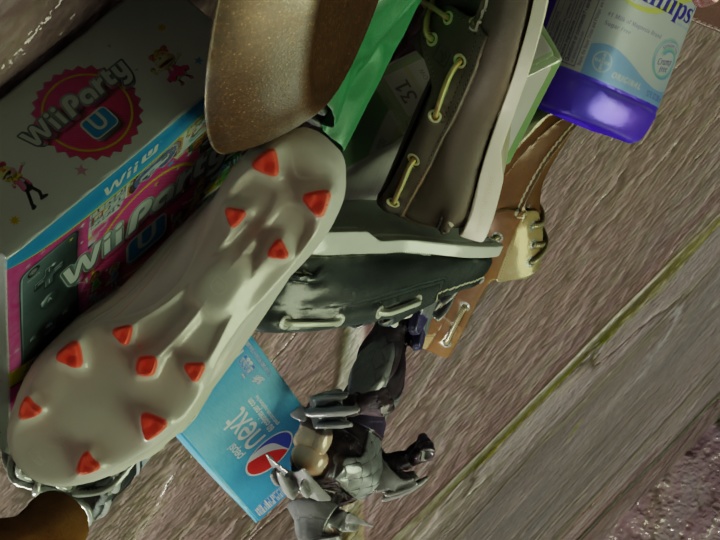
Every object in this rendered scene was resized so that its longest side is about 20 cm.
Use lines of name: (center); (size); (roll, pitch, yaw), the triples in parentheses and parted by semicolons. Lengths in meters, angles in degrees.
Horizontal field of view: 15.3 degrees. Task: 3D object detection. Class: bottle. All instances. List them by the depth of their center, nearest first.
bottle: (0.156, -0.175, 1.502); (0.084, 0.065, 0.200); (20, 92, -42)

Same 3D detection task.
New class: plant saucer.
plant saucer: (-0.014, -0.139, 1.123); (0.200, 0.037, 0.201); (18, 90, -81)

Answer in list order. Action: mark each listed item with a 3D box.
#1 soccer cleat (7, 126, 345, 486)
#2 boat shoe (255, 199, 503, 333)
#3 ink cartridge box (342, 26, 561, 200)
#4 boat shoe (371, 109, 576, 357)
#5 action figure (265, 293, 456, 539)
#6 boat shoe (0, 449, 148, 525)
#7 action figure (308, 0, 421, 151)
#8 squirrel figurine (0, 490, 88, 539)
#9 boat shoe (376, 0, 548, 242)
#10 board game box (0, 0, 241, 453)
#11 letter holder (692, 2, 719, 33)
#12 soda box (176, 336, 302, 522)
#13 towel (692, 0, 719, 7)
soccer cleat: (-0.077, 0.018, 1.194); (0.200, 0.069, 0.078); (-47, -179, 6)
boat shoe: (0.000, 0.000, 1.381); (0.200, 0.076, 0.060); (2, 107, -50)
ink cartridge box: (0.004, -0.061, 1.457); (0.200, 0.048, 0.146); (-26, 166, -17)
boat shoe: (0.084, -0.027, 1.709); (0.200, 0.074, 0.076); (-53, -177, 28)
action figure: (0.007, 0.069, 1.482); (0.130, 0.069, 0.200); (63, 45, -69)
boat shoe: (-0.151, 0.090, 1.384); (0.068, 0.074, 0.199); (-59, 177, -14)
action figure: (0.025, -0.158, 1.269); (0.200, 0.055, 0.118); (-57, -179, -10)
squirrel figurine: (-0.188, 0.168, 1.256); (0.142, 0.187, 0.200); (-53, 164, 18)
boat shoe: (0.054, -0.105, 1.327); (0.072, 0.059, 0.200); (-80, -178, -54)
board game box: (-0.126, -0.020, 1.204); (0.148, 0.064, 0.200); (-42, 163, -24)
letter holder: (0.272, -0.231, 1.567); (0.101, 0.142, 0.200); (-78, -166, -50)
soda box: (-0.080, 0.067, 1.468); (0.064, 0.068, 0.200); (-42, 154, -6)
towel: (0.168, -0.242, 1.253); (0.144, 0.023, 0.200); (-48, 132, -21)
